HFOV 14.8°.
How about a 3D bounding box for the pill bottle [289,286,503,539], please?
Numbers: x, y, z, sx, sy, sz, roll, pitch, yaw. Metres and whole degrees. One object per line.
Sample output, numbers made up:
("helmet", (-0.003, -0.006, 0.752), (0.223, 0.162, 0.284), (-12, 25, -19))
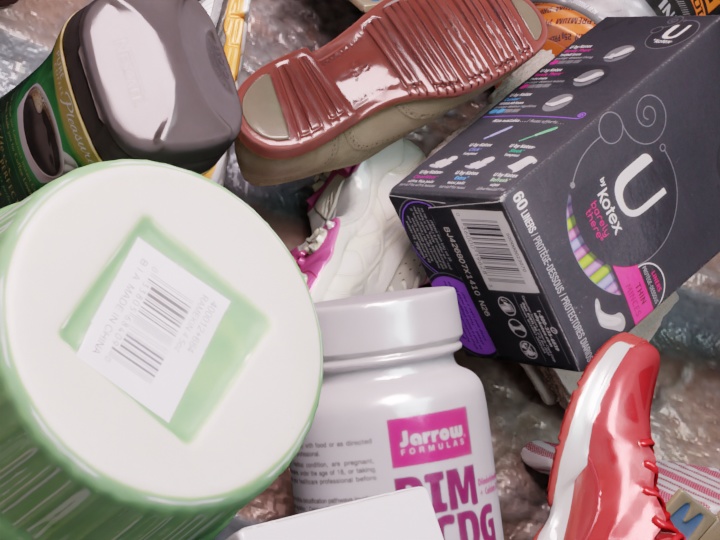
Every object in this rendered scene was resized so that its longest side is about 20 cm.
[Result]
("pill bottle", (0.018, 0.114, 1.515), (0.113, 0.113, 0.201), (-10, 93, -34))

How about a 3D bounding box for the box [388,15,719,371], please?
("box", (0.136, -0.047, 1.596), (0.200, 0.106, 0.122), (-40, 116, -29))

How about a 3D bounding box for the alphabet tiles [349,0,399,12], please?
("alphabet tiles", (0.052, -0.206, 1.685), (0.200, 0.008, 0.167), (-12, 33, -25))

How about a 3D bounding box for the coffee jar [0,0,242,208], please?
("coffee jar", (-0.142, -0.071, 1.474), (0.085, 0.200, 0.105), (-11, 76, -34))

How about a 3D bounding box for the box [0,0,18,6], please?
("box", (-0.258, -0.253, 1.502), (0.164, 0.166, 0.200), (-16, 79, -36))

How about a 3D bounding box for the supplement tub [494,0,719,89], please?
("supplement tub", (0.171, -0.176, 1.761), (0.123, 0.122, 0.200), (45, 54, -7))

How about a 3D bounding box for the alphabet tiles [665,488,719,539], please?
("alphabet tiles", (0.190, 0.214, 1.582), (0.166, 0.006, 0.200), (38, 96, -32))

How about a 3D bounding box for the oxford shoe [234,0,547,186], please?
("oxford shoe", (0.013, -0.106, 1.588), (0.200, 0.075, 0.071), (-20, 67, -18))

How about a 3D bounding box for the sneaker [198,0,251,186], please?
("sneaker", (-0.105, -0.131, 1.605), (0.077, 0.078, 0.200), (8, 54, -1))

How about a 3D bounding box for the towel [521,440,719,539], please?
("towel", (0.211, 0.142, 1.644), (0.200, 0.146, 0.030), (11, 94, -27))

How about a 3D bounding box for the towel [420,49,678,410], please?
("towel", (0.117, -0.020, 1.682), (0.133, 0.034, 0.200), (-46, 118, -38))

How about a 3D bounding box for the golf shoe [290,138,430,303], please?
("golf shoe", (0.000, 0.000, 1.613), (0.091, 0.075, 0.200), (38, 56, -17))

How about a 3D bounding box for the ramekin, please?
("ramekin", (-0.115, 0.044, 1.351), (0.200, 0.098, 0.201), (12, 65, -27))

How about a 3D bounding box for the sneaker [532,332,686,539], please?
("sneaker", (0.160, 0.138, 1.505), (0.115, 0.078, 0.200), (13, 77, 21))

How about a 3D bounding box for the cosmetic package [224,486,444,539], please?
("cosmetic package", (-0.031, 0.241, 1.409), (0.123, 0.200, 0.200), (-10, 75, -37))
